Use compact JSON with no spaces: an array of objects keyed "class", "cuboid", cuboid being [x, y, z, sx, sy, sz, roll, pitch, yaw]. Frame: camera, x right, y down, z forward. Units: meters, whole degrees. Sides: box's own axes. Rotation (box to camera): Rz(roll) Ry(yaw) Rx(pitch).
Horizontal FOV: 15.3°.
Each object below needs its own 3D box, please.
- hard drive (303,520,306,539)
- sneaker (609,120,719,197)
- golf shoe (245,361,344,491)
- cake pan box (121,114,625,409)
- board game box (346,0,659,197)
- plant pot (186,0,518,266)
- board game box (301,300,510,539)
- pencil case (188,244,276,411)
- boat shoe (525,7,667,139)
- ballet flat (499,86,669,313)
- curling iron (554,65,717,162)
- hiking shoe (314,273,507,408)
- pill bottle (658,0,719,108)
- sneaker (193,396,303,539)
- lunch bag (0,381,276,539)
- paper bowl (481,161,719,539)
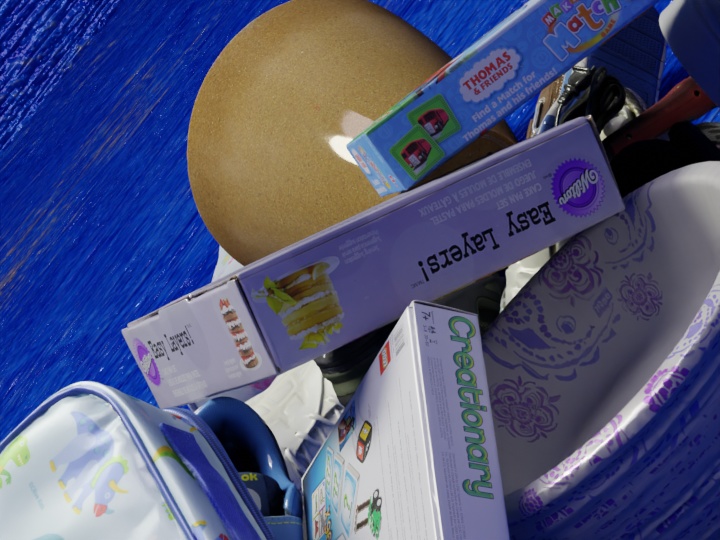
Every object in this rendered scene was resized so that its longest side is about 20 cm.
[{"class":"hard drive","cuboid":[-0.039,0.183,1.403,0.200,0.042,0.135,-49,16,2]},{"class":"sneaker","cuboid":[0.159,-0.039,1.306,0.074,0.087,0.200,-43,14,18]},{"class":"golf shoe","cuboid":[-0.021,0.083,1.537,0.091,0.075,0.201,-28,26,42]},{"class":"cake pan box","cuboid":[0.000,0.000,1.221,0.183,0.053,0.200,-23,0,-22]},{"class":"board game box","cuboid":[0.085,-0.108,1.248,0.199,0.037,0.151,-36,2,-3]},{"class":"plant pot","cuboid":[0.017,-0.058,1.618,0.187,0.186,0.200,-50,29,-6]},{"class":"board game box","cuboid":[0.019,0.129,1.075,0.127,0.034,0.201,121,153,-44]},{"class":"pencil case","cuboid":[-0.066,0.027,1.764,0.091,0.083,0.200,-56,11,27]},{"class":"boat shoe","cuboid":[0.129,-0.070,1.516,0.073,0.072,0.201,-57,8,48]},{"class":"ballet flat","cuboid":[0.107,-0.019,1.387,0.072,0.072,0.201,-28,32,51]},{"class":"curling iron","cuboid":[0.171,-0.099,1.384,0.199,0.050,0.025,-21,19,-40]},{"class":"hiking shoe","cuboid":[0.042,0.063,1.398,0.075,0.101,0.200,-24,-3,27]},{"class":"pill bottle","cuboid":[0.246,-0.160,1.313,0.200,0.112,0.113,-42,17,21]},{"class":"sneaker","cuboid":[-0.056,0.139,1.164,0.201,0.073,0.083,-105,17,-49]},{"class":"lunch bag","cuboid":[-0.095,0.155,1.087,0.161,0.082,0.200,-47,52,15]},{"class":"paper bowl","cuboid":[0.126,0.060,1.137,0.201,0.104,0.201,-44,16,16]}]
